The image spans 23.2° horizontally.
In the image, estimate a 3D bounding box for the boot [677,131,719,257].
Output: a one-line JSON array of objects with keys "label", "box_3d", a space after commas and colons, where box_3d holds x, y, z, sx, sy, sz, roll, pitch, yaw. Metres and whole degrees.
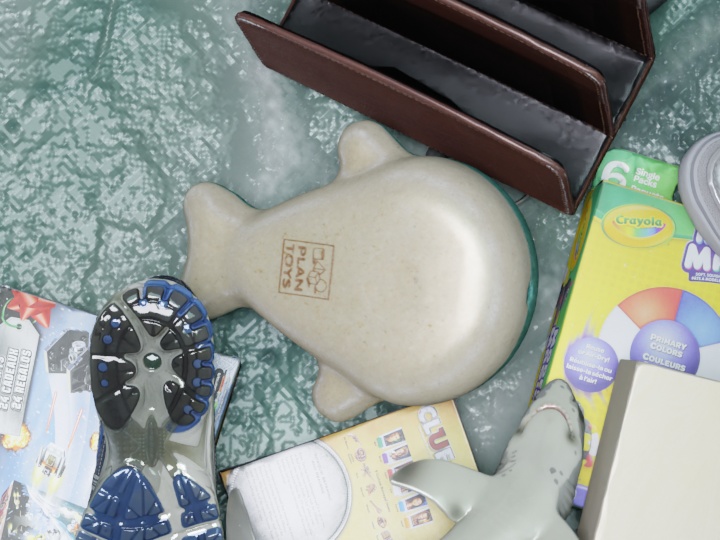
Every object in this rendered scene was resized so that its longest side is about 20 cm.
[{"label": "boot", "box_3d": [0.254, -0.007, 0.893, 0.200, 0.096, 0.074, 40, 82, 3]}]

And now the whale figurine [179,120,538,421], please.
[{"label": "whale figurine", "box_3d": [0.000, 0.000, 0.940, 0.199, 0.104, 0.160, 6, 94, 22]}]

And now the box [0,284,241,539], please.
[{"label": "box", "box_3d": [-0.157, 0.123, 0.934, 0.136, 0.040, 0.201, 18, 82, -1]}]

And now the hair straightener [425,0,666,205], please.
[{"label": "hair straightener", "box_3d": [0.114, -0.103, 0.974, 0.077, 0.041, 0.200, 45, 83, 4]}]

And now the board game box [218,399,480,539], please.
[{"label": "board game box", "box_3d": [0.019, 0.181, 0.936, 0.135, 0.035, 0.201, -18, 83, -4]}]

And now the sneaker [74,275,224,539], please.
[{"label": "sneaker", "box_3d": [-0.101, 0.096, 0.885, 0.076, 0.085, 0.201, 7, 105, -4]}]

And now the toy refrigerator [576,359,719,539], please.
[{"label": "toy refrigerator", "box_3d": [0.147, 0.151, 0.887, 0.075, 0.070, 0.201, 13, 88, 1]}]

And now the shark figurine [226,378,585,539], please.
[{"label": "shark figurine", "box_3d": [0.034, 0.153, 0.884, 0.213, 0.090, 0.129, -21, 56, -8]}]

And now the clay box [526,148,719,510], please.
[{"label": "clay box", "box_3d": [0.162, 0.038, 0.954, 0.114, 0.048, 0.201, 16, 84, -1]}]

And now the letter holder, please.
[{"label": "letter holder", "box_3d": [0.039, -0.131, 0.901, 0.199, 0.142, 0.101, 27, 84, 16]}]
